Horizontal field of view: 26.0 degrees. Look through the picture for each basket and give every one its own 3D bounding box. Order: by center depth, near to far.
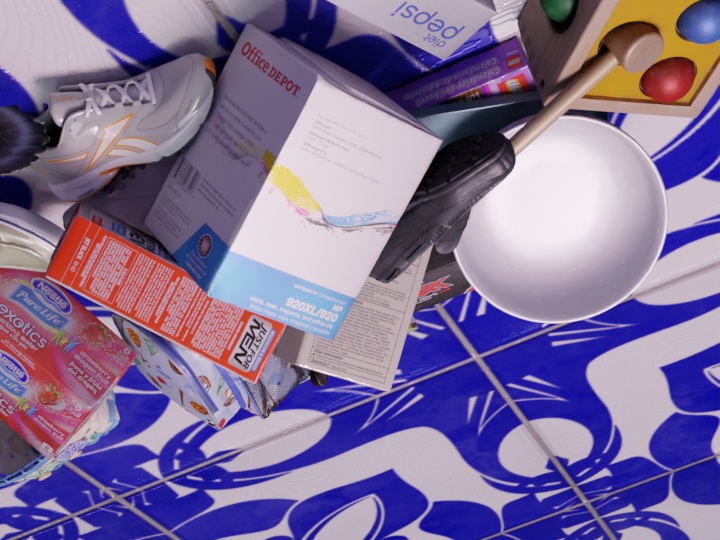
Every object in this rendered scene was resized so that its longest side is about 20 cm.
[{"bbox_3d":[-0.359,0.141,1.616,0.176,0.140,0.199,-35,150,31],"label":"basket"}]

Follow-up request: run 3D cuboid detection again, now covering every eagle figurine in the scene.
[{"bbox_3d":[-0.371,-0.112,1.263,0.151,0.152,0.200,-44,134,8],"label":"eagle figurine"}]

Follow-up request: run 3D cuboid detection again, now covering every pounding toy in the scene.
[{"bbox_3d":[0.220,-0.199,1.322,0.197,0.143,0.185,1,143,-20],"label":"pounding toy"}]

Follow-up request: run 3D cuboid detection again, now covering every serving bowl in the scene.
[{"bbox_3d":[0.179,-0.056,1.436,0.197,0.066,0.203,0,113,1],"label":"serving bowl"}]

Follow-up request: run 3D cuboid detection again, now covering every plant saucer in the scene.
[{"bbox_3d":[0.131,-0.135,1.425,0.197,0.019,0.070,-10,145,-7],"label":"plant saucer"}]

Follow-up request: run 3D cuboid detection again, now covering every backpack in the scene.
[{"bbox_3d":[-0.152,0.042,1.509,0.154,0.199,0.192,-42,136,-28],"label":"backpack"}]

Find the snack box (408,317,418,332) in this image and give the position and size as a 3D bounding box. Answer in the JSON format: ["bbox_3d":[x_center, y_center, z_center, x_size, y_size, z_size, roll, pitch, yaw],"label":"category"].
[{"bbox_3d":[-0.051,0.084,1.667,0.198,0.054,0.142,-26,173,18],"label":"snack box"}]

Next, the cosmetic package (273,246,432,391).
[{"bbox_3d":[0.000,0.000,1.451,0.103,0.202,0.073,18,177,-23],"label":"cosmetic package"}]

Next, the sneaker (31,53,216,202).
[{"bbox_3d":[-0.214,-0.132,1.335,0.199,0.076,0.092,-30,138,21],"label":"sneaker"}]

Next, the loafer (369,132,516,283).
[{"bbox_3d":[0.065,-0.051,1.344,0.070,0.068,0.200,40,131,-19],"label":"loafer"}]

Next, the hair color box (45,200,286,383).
[{"bbox_3d":[-0.167,0.017,1.345,0.199,0.111,0.064,29,93,-12],"label":"hair color box"}]

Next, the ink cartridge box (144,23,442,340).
[{"bbox_3d":[-0.058,-0.076,1.325,0.144,0.147,0.201,21,103,-36],"label":"ink cartridge box"}]

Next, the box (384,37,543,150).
[{"bbox_3d":[0.118,-0.125,1.487,0.135,0.039,0.200,-22,145,11],"label":"box"}]

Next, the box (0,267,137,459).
[{"bbox_3d":[-0.324,0.065,1.471,0.200,0.096,0.100,41,130,-3],"label":"box"}]

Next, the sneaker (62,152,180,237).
[{"bbox_3d":[-0.186,-0.084,1.432,0.198,0.075,0.088,-21,128,7],"label":"sneaker"}]

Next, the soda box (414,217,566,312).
[{"bbox_3d":[0.110,-0.026,1.534,0.198,0.064,0.071,-21,148,11],"label":"soda box"}]

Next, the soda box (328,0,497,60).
[{"bbox_3d":[0.016,-0.245,1.256,0.199,0.064,0.068,21,134,-40],"label":"soda box"}]

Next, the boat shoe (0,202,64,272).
[{"bbox_3d":[-0.357,-0.029,1.407,0.198,0.063,0.072,17,152,-17],"label":"boat shoe"}]
